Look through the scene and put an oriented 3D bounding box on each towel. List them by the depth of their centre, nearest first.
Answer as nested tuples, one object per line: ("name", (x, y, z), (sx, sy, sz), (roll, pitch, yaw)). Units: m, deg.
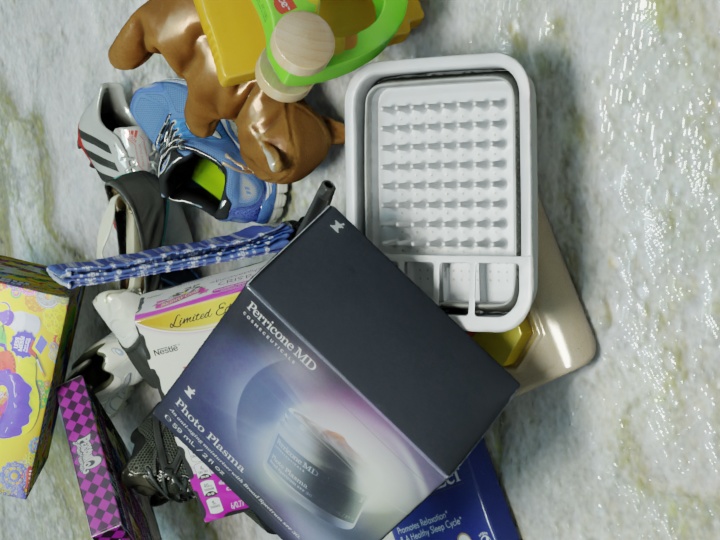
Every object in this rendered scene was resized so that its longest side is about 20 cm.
("towel", (-0.166, -0.016, 1.400), (0.145, 0.198, 0.024), (-170, 71, -73))

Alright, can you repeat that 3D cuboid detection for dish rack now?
("dish rack", (0.066, -0.058, 1.221), (0.170, 0.043, 0.203), (1, 94, 38))

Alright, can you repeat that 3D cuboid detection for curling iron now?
("curling iron", (-0.048, 0.000, 1.395), (0.049, 0.026, 0.201), (27, 130, 12))

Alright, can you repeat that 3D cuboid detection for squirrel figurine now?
("squirrel figurine", (-0.083, -0.173, 1.361), (0.188, 0.141, 0.200), (57, 136, 13))

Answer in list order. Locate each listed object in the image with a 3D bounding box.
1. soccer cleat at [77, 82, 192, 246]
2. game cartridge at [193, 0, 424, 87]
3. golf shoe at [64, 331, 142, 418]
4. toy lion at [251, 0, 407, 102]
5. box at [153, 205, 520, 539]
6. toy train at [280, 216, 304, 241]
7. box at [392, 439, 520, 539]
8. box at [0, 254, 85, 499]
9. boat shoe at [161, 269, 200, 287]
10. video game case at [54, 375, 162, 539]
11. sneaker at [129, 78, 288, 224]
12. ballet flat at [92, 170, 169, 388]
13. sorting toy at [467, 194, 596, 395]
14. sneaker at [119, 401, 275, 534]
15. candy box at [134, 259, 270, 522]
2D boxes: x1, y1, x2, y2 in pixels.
("soccer cleat", (-0.216, -0.094, 1.567), (0.201, 0.068, 0.086), (59, 141, 27))
("game cartridge", (-0.057, -0.261, 1.289), (0.032, 0.174, 0.202), (140, 114, -73))
("golf shoe", (-0.269, 0.104, 1.644), (0.200, 0.097, 0.079), (-38, 73, 46))
("toy lion", (-0.029, -0.253, 1.247), (0.201, 0.190, 0.069), (60, 155, 8))
("box", (-0.023, 0.097, 1.224), (0.200, 0.123, 0.199), (43, 136, 3))
("toy train", (0.000, 0.000, 1.377), (0.199, 0.034, 0.046), (22, 116, 43))
("box", (0.057, 0.159, 1.352), (0.121, 0.032, 0.202), (-29, 76, 46))
("box", (-0.360, 0.099, 1.623), (0.193, 0.121, 0.202), (-119, 43, -82))
("boat shoe", (-0.168, 0.055, 1.543), (0.200, 0.068, 0.085), (39, 125, 35))
("video game case", (-0.230, 0.229, 1.558), (0.201, 0.035, 0.182), (-116, 4, -46))
("sneaker", (-0.154, -0.111, 1.479), (0.200, 0.089, 0.079), (41, 124, 33))
("ballet flat", (-0.212, 0.008, 1.491), (0.068, 0.068, 0.203), (-20, 70, 54))
("sorting toy", (0.067, 0.020, 1.272), (0.199, 0.036, 0.187), (-26, 78, 31))
("sneaker", (-0.147, 0.197, 1.511), (0.199, 0.114, 0.077), (42, 164, 34))
("candy box", (-0.099, 0.103, 1.392), (0.135, 0.061, 0.202), (-15, 111, 5))
